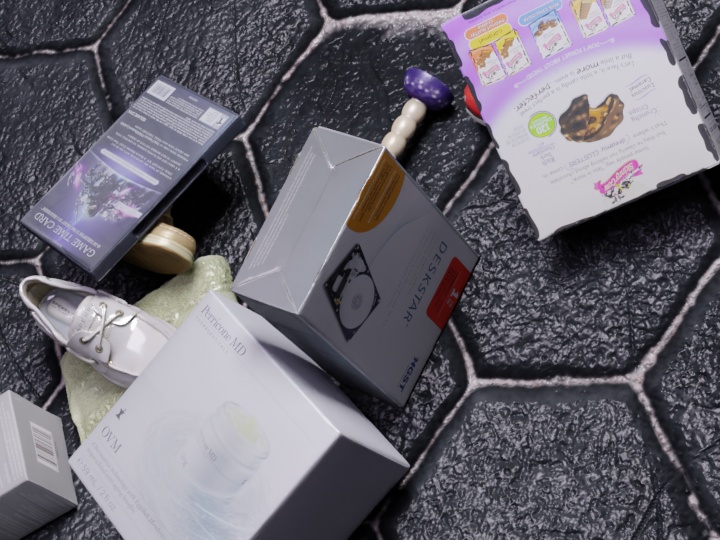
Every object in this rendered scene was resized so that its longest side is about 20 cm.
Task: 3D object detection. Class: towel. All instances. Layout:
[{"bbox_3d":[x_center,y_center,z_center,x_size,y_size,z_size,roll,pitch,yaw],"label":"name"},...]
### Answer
[{"bbox_3d":[-0.189,0.086,1.569,0.199,0.036,0.149,-33,55,10],"label":"towel"}]

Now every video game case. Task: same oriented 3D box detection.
[{"bbox_3d":[-0.215,-0.090,1.581,0.200,0.019,0.143,-49,43,-11],"label":"video game case"}]

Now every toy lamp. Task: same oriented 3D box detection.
[{"bbox_3d":[0.015,-0.088,1.537,0.058,0.058,0.201,26,78,36],"label":"toy lamp"}]

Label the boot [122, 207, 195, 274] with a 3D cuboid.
[{"bbox_3d":[-0.193,-0.081,1.623,0.200,0.073,0.156,13,68,55],"label":"boot"}]

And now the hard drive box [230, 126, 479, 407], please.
[{"bbox_3d":[0.000,0.000,1.407,0.077,0.200,0.156,19,76,34],"label":"hard drive box"}]

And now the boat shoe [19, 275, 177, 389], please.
[{"bbox_3d":[-0.240,0.055,1.547,0.199,0.069,0.071,19,75,33],"label":"boat shoe"}]

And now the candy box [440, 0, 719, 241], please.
[{"bbox_3d":[0.186,-0.150,1.393,0.167,0.072,0.201,-23,94,21],"label":"candy box"}]

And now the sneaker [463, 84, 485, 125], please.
[{"bbox_3d":[0.178,-0.176,1.474,0.199,0.085,0.077,-7,60,25],"label":"sneaker"}]

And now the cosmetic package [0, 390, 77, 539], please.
[{"bbox_3d":[-0.374,0.211,1.576,0.199,0.090,0.107,-30,54,15],"label":"cosmetic package"}]

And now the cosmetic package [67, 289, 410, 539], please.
[{"bbox_3d":[-0.104,0.162,1.414,0.200,0.123,0.199,-49,53,4],"label":"cosmetic package"}]
